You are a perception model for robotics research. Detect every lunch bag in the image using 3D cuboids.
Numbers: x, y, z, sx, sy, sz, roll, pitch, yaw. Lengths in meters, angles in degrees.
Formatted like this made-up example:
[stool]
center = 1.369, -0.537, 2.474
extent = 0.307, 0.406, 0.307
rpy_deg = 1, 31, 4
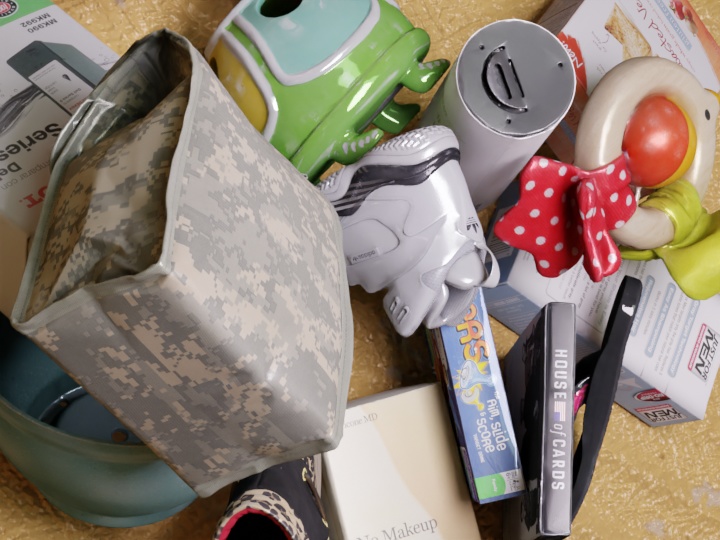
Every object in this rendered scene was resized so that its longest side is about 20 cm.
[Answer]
[lunch bag]
center = -0.087, -0.011, 1.173
extent = 0.164, 0.117, 0.201
rpy_deg = 47, 35, -35

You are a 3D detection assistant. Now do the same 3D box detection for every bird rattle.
[bird rattle]
center = 0.182, -0.064, 1.467
extent = 0.199, 0.112, 0.164
rpy_deg = 14, 84, -35

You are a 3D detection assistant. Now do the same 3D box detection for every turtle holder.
[turtle holder]
center = -0.044, -0.115, 1.445
extent = 0.132, 0.141, 0.186
rpy_deg = 43, 91, 1

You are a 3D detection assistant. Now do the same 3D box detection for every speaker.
[speaker]
center = 0.084, -0.100, 1.467
extent = 0.081, 0.200, 0.082
rpy_deg = 2, 76, -8

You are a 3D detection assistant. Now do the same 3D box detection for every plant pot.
[plant pot]
center = -0.142, 0.069, 1.306
extent = 0.199, 0.134, 0.201
rpy_deg = 5, 46, -5

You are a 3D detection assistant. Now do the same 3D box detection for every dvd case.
[dvd case]
center = 0.119, 0.113, 1.468
extent = 0.025, 0.200, 0.151
rpy_deg = 3, 78, -2

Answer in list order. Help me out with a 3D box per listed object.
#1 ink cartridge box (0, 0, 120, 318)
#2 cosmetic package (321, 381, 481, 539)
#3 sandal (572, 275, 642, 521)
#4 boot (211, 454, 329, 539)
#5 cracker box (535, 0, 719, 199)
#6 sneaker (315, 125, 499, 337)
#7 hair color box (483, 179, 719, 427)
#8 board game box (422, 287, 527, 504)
[ink cartridge box]
center = -0.200, -0.075, 1.282
extent = 0.146, 0.084, 0.200
rpy_deg = -32, 57, -34
[cosmetic package]
center = 0.022, 0.184, 1.451
extent = 0.105, 0.071, 0.201
rpy_deg = -15, 90, -28
[sandal]
center = 0.154, 0.093, 1.537
extent = 0.045, 0.075, 0.201
rpy_deg = 13, 112, 2
[boot]
center = -0.051, 0.198, 1.338
extent = 0.073, 0.151, 0.201
rpy_deg = 0, 106, 4
[cracker box]
center = 0.193, -0.149, 1.610
extent = 0.134, 0.058, 0.200
rpy_deg = 53, 40, -13
[sneaker]
center = 0.000, 0.000, 1.395
extent = 0.075, 0.200, 0.115
rpy_deg = -9, 70, -57
[hair color box]
center = 0.179, 0.023, 1.600
extent = 0.200, 0.061, 0.099
rpy_deg = 34, 64, -23
[board game box]
center = 0.068, 0.055, 1.476
extent = 0.034, 0.135, 0.201
rpy_deg = -12, 88, -3
